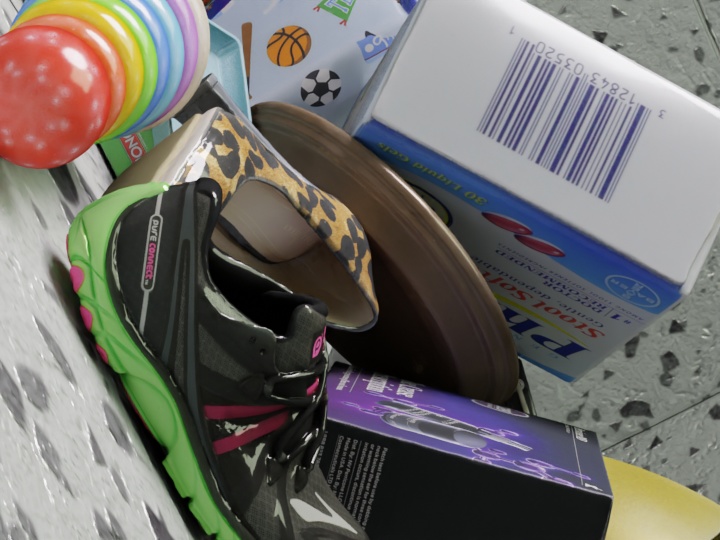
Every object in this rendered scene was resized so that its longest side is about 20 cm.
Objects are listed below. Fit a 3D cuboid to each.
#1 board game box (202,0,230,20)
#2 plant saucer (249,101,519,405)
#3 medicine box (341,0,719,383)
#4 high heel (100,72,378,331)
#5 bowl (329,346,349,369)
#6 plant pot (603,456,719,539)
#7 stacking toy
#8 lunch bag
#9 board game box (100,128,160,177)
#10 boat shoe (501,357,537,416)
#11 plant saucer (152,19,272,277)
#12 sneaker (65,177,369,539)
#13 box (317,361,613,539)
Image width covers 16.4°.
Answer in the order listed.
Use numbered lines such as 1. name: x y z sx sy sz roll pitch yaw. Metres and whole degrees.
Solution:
1. board game box: -0.143 -0.201 1.292 0.134 0.045 0.200 47 1 14
2. plant saucer: 0.000 0.000 1.276 0.200 0.029 0.200 42 -19 18
3. medicine box: 0.080 -0.044 1.296 0.182 0.103 0.200 28 -20 -3
4. high heel: -0.045 -0.003 1.111 0.143 0.071 0.200 51 20 -12
5. bowl: 0.030 0.050 1.520 0.094 0.201 0.201 18 0 -1
6. plant pot: 0.137 0.200 1.672 0.142 0.200 0.200 39 -2 16
7. stacking toy: -0.117 -0.084 1.014 0.086 0.085 0.200 62 11 -8
8. lunch bag: -0.027 -0.102 1.487 0.124 0.170 0.200 64 6 31
9. board game box: -0.103 -0.058 1.262 0.200 0.029 0.135 63 4 -2
10. boat shoe: 0.098 0.145 1.366 0.074 0.060 0.200 123 -55 -83
11. plant saucer: -0.073 -0.041 1.197 0.070 0.019 0.200 30 41 -47
12. sneaker: -0.042 0.051 0.992 0.200 0.084 0.077 61 6 -25
13. box: 0.038 0.104 1.151 0.200 0.141 0.079 -57 164 -85
